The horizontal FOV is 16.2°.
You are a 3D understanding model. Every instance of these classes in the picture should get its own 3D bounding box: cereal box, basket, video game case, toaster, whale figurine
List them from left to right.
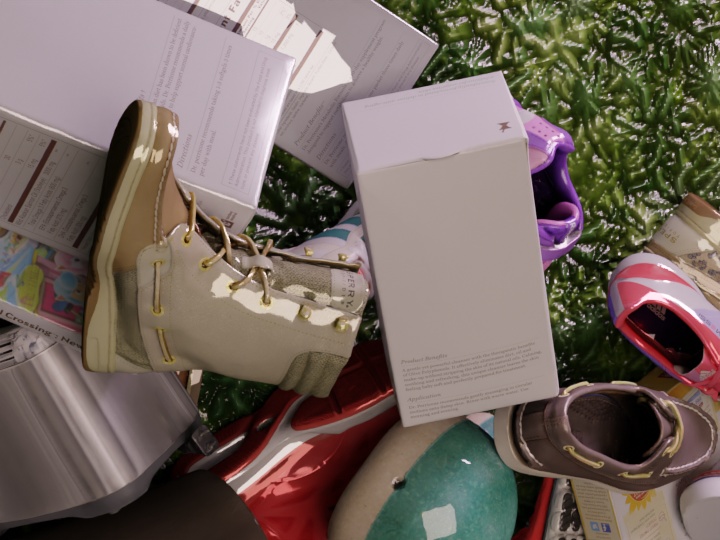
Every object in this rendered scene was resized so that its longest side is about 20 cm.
[{"bbox_3d":[-0.188,-0.053,1.522,0.182,0.022,0.200,24,52,-11],"label":"video game case"},{"bbox_3d":[-0.192,0.080,1.559,0.114,0.200,0.129,-46,113,-43],"label":"toaster"},{"bbox_3d":[-0.158,0.217,1.574,0.200,0.180,0.136,-28,151,-26],"label":"basket"},{"bbox_3d":[0.056,0.170,1.675,0.159,0.104,0.200,-53,159,-8],"label":"whale figurine"},{"bbox_3d":[0.216,0.180,1.782,0.144,0.039,0.201,-33,116,-43],"label":"cereal box"}]

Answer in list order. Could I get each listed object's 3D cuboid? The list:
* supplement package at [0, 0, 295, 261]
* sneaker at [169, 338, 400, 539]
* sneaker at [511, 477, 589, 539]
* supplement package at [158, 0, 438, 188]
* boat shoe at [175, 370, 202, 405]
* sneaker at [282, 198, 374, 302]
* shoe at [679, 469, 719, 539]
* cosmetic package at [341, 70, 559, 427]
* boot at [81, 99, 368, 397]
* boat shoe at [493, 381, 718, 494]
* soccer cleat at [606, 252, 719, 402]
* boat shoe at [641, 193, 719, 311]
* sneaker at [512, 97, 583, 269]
[{"bbox_3d":[-0.157,-0.088,1.467,0.200,0.117,0.117,22,56,-12],"label":"supplement package"},{"bbox_3d":[-0.020,0.133,1.705,0.200,0.078,0.116,-27,120,1],"label":"sneaker"},{"bbox_3d":[0.117,0.200,1.764,0.077,0.085,0.201,33,70,-51],"label":"sneaker"},{"bbox_3d":[-0.073,-0.156,1.578,0.200,0.114,0.110,31,93,-25],"label":"supplement package"},{"bbox_3d":[-0.135,0.008,1.627,0.068,0.072,0.201,2,93,-17],"label":"boat shoe"},{"bbox_3d":[-0.001,0.000,1.656,0.199,0.093,0.071,-26,111,-14],"label":"sneaker"},{"bbox_3d":[0.298,0.160,1.802,0.200,0.091,0.071,23,137,-34],"label":"shoe"},{"bbox_3d":[0.057,-0.011,1.564,0.107,0.085,0.200,-10,125,-2],"label":"cosmetic package"},{"bbox_3d":[-0.070,-0.007,1.391,0.154,0.072,0.200,10,137,-3],"label":"boot"},{"bbox_3d":[0.175,0.107,1.664,0.200,0.059,0.072,9,75,-43],"label":"boat shoe"},{"bbox_3d":[0.250,0.067,1.729,0.200,0.073,0.068,36,118,-7],"label":"soccer cleat"},{"bbox_3d":[0.281,0.031,1.789,0.200,0.073,0.063,44,92,-13],"label":"boat shoe"},{"bbox_3d":[0.103,-0.021,1.661,0.080,0.088,0.201,-34,133,-43],"label":"sneaker"}]
